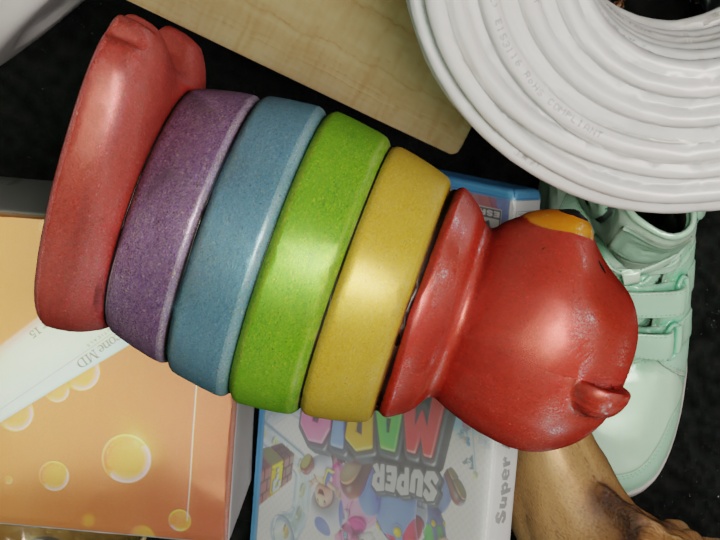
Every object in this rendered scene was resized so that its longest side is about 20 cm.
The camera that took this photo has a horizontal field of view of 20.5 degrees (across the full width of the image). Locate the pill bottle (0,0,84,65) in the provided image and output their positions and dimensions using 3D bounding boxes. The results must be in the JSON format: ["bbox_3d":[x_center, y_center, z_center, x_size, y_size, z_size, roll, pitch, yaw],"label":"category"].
[{"bbox_3d":[-0.173,-0.184,0.763,0.112,0.112,0.200,-40,95,8],"label":"pill bottle"}]

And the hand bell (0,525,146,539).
[{"bbox_3d":[-0.133,0.198,0.850,0.103,0.104,0.201,-2,112,2],"label":"hand bell"}]

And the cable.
[{"bbox_3d":[0.110,-0.116,0.651,0.199,0.069,0.201,8,116,-6],"label":"cable"}]

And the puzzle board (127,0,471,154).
[{"bbox_3d":[-0.021,-0.145,0.691,0.199,0.017,0.151,24,115,-9],"label":"puzzle board"}]

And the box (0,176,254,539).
[{"bbox_3d":[-0.142,0.030,0.804,0.199,0.098,0.125,4,99,1],"label":"box"}]

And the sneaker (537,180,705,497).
[{"bbox_3d":[0.098,0.004,0.780,0.073,0.118,0.202,-1,101,1],"label":"sneaker"}]

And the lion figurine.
[{"bbox_3d":[0.077,0.083,0.772,0.200,0.072,0.122,54,140,8],"label":"lion figurine"}]

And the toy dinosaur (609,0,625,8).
[{"bbox_3d":[0.080,-0.187,0.753,0.102,0.136,0.201,-17,69,11],"label":"toy dinosaur"}]

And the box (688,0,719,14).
[{"bbox_3d":[0.221,-0.189,0.779,0.199,0.046,0.160,-7,98,3],"label":"box"}]

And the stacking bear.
[{"bbox_3d":[0.000,0.000,0.686,0.199,0.121,0.114,20,95,4],"label":"stacking bear"}]

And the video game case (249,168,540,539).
[{"bbox_3d":[0.008,0.058,0.793,0.018,0.143,0.201,-4,102,-41],"label":"video game case"}]
